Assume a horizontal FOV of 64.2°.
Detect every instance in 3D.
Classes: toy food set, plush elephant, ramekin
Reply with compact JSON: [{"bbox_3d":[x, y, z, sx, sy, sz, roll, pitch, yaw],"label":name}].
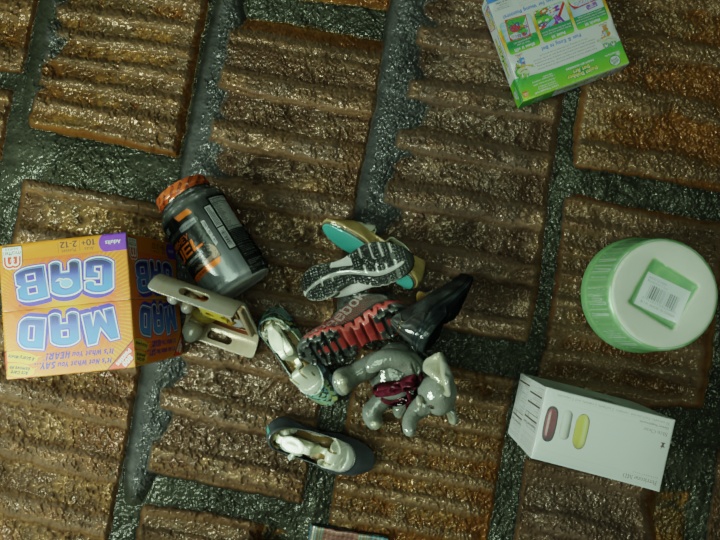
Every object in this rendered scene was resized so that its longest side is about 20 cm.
[{"bbox_3d":[-0.252,0.084,0.939,0.142,0.200,0.061,18,66,7],"label":"toy food set"},{"bbox_3d":[0.086,0.196,0.931,0.199,0.166,0.155,-37,42,-15],"label":"plush elephant"},{"bbox_3d":[0.483,0.040,0.957,0.197,0.098,0.203,0,87,2],"label":"ramekin"}]

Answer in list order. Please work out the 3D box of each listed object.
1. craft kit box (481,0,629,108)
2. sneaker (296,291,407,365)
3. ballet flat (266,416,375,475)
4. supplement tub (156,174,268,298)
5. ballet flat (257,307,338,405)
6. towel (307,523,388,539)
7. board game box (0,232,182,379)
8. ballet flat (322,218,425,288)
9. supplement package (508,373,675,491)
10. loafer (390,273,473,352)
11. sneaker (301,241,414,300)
[{"bbox_3d":[0.341,-0.416,1.013,0.198,0.049,0.200,-19,84,1],"label":"craft kit box"},{"bbox_3d":[-0.017,0.093,0.979,0.199,0.098,0.071,-24,121,-2],"label":"sneaker"},{"bbox_3d":[-0.071,0.309,0.984,0.198,0.073,0.074,19,88,3],"label":"ballet flat"},{"bbox_3d":[-0.255,-0.053,0.980,0.122,0.123,0.201,-33,86,0],"label":"supplement tub"},{"bbox_3d":[-0.113,0.156,0.991,0.074,0.074,0.201,-38,85,0],"label":"ballet flat"},{"bbox_3d":[-0.033,0.553,0.995,0.145,0.022,0.203,8,88,2],"label":"towel"},{"bbox_3d":[-0.429,0.057,0.943,0.197,0.200,0.202,-5,87,2],"label":"board game box"},{"bbox_3d":[0.026,-0.042,1.007,0.199,0.069,0.063,35,61,1],"label":"ballet flat"},{"bbox_3d":[0.361,0.253,0.924,0.198,0.156,0.112,13,88,2],"label":"supplement package"},{"bbox_3d":[0.124,0.052,0.945,0.072,0.200,0.073,30,128,20],"label":"loafer"},{"bbox_3d":[0.000,0.000,0.968,0.198,0.080,0.075,-14,83,22],"label":"sneaker"}]
